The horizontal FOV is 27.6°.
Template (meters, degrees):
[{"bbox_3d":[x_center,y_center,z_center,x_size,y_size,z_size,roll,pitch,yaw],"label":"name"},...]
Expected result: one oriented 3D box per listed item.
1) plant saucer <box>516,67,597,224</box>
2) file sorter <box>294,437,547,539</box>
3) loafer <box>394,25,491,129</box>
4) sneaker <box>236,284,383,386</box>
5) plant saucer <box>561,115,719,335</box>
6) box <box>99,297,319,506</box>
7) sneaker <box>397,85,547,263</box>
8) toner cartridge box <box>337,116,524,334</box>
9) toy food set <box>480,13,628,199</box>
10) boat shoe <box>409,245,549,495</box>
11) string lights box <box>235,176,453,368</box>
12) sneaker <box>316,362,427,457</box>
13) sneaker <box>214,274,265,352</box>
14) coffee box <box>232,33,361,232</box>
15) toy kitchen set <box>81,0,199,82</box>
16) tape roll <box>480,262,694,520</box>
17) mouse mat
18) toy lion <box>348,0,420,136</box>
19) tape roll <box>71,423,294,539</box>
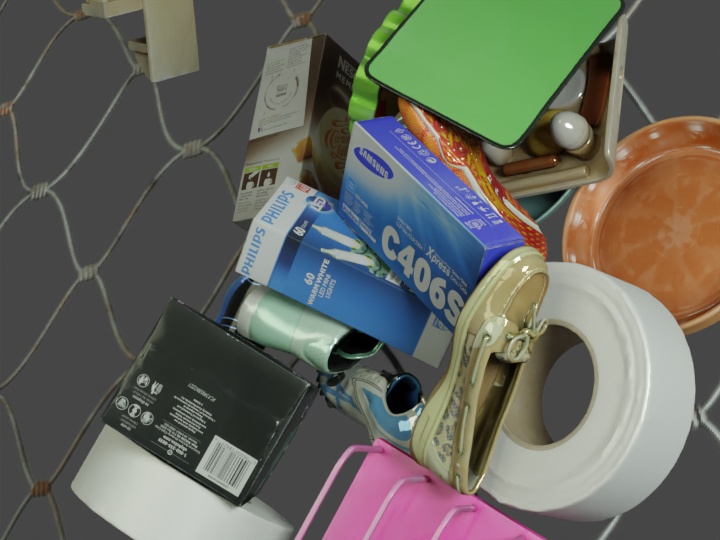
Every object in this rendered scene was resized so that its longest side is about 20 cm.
[{"bbox_3d":[0.144,-0.111,1.380,0.198,0.036,0.202,-21,54,32],"label":"plant saucer"},{"bbox_3d":[0.050,0.242,1.145,0.199,0.125,0.140,30,92,16],"label":"file sorter"},{"bbox_3d":[0.064,-0.131,1.340,0.072,0.063,0.201,36,104,6],"label":"loafer"},{"bbox_3d":[-0.012,0.038,1.364,0.117,0.200,0.075,27,125,23],"label":"sneaker"},{"bbox_3d":[0.266,-0.035,1.252,0.198,0.032,0.203,-18,58,30],"label":"plant saucer"},{"bbox_3d":[-0.130,0.120,1.334,0.147,0.200,0.125,31,86,3],"label":"box"},{"bbox_3d":[0.083,-0.070,1.283,0.077,0.073,0.201,-30,92,30],"label":"sneaker"},{"bbox_3d":[0.054,-0.038,1.229,0.200,0.043,0.096,47,136,41],"label":"toner cartridge box"},{"bbox_3d":[0.149,-0.144,1.325,0.198,0.060,0.145,-9,61,38],"label":"toy food set"},{"bbox_3d":[0.106,0.079,1.157,0.062,0.073,0.202,36,113,38],"label":"boat shoe"},{"bbox_3d":[0.000,0.000,1.301,0.103,0.198,0.059,-59,-6,-60],"label":"string lights box"},{"bbox_3d":[0.020,0.114,1.313,0.073,0.071,0.200,-65,30,8],"label":"sneaker"},{"bbox_3d":[-0.119,0.076,1.471,0.200,0.070,0.078,-49,50,14],"label":"sneaker"},{"bbox_3d":[-0.050,-0.121,1.487,0.079,0.114,0.203,-8,63,35],"label":"coffee box"},{"bbox_3d":[-0.274,-0.324,1.749,0.179,0.199,0.165,15,117,41],"label":"toy kitchen set"},{"bbox_3d":[0.168,0.100,1.194,0.201,0.070,0.205,-16,67,40],"label":"tape roll"},{"bbox_3d":[0.118,-0.203,1.280,0.160,0.008,0.201,30,66,21],"label":"mouse mat"},{"bbox_3d":[0.049,-0.198,1.403,0.068,0.200,0.194,23,89,17],"label":"toy lion"},{"bbox_3d":[-0.161,0.215,1.335,0.201,0.202,0.071,25,83,43],"label":"tape roll"}]
